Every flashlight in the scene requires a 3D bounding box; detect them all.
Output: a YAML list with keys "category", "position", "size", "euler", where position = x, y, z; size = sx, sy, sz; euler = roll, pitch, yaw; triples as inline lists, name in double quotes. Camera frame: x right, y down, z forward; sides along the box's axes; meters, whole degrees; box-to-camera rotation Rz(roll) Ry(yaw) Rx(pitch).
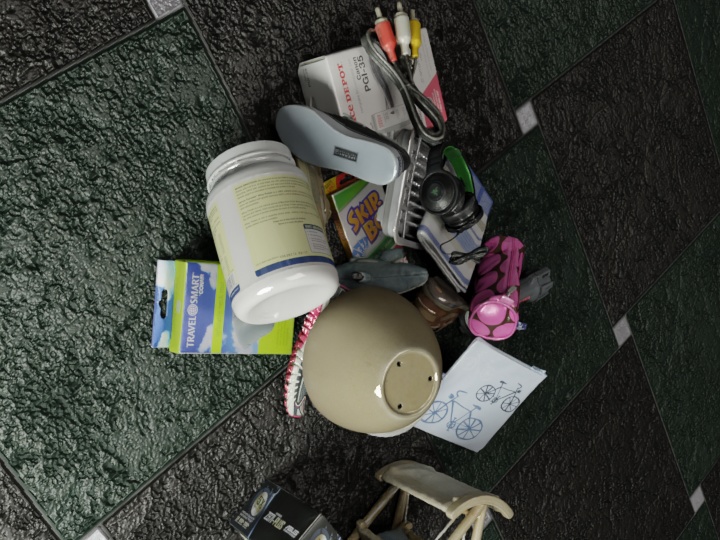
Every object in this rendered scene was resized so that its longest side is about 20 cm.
- category: "flashlight"
  position: [0.257, 0.057, 1.381]
  size: [0.197, 0.067, 0.070]
  euler: [-23, 101, -36]

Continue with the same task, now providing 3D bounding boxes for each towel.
- category: "towel"
  position: [0.157, -0.085, 1.284]
  size: [0.147, 0.023, 0.203]
  euler: [48, 49, -33]

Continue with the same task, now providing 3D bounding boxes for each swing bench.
- category: "swing bench"
  position: [0.096, 0.402, 1.206]
  size: [0.129, 0.197, 0.203]
  euler: [37, 72, -30]

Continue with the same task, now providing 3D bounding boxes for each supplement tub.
- category: "supplement tub"
  position: [-0.120, -0.049, 1.023]
  size: [0.142, 0.145, 0.205]
  euler: [-6, 68, -33]

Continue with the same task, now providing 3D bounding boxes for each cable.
- category: "cable"
  position: [0.064, -0.278, 1.101]
  size: [0.095, 0.050, 0.205]
  euler: [-10, 75, -32]

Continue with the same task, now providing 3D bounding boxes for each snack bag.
- category: "snack bag"
  position: [0.190, 0.207, 1.307]
  size: [0.186, 0.022, 0.201]
  euler: [27, 111, -31]

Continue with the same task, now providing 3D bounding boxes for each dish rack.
- category: "dish rack"
  position: [0.076, -0.124, 1.201]
  size: [0.199, 0.042, 0.177]
  euler: [8, 92, -70]

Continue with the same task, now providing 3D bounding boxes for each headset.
- category: "headset"
  position: [0.150, -0.103, 1.184]
  size: [0.123, 0.092, 0.205]
  euler: [35, 50, -47]

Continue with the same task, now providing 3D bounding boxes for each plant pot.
- category: "plant pot"
  position: [0.035, 0.134, 1.060]
  size: [0.195, 0.134, 0.206]
  euler: [-5, 101, -26]

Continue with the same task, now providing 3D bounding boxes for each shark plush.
- category: "shark plush"
  position: [0.000, 0.000, 1.160]
  size: [0.194, 0.083, 0.093]
  euler: [12, 90, -3]

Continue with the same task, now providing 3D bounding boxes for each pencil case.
- category: "pencil case"
  position: [0.229, 0.021, 1.286]
  size: [0.088, 0.202, 0.095]
  euler: [15, 128, 1]

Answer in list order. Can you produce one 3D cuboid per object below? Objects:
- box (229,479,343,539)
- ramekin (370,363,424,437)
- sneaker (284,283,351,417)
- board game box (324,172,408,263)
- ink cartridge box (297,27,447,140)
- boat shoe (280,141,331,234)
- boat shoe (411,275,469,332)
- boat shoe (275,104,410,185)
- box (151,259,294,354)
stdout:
- category: "box"
  position: [-0.071, 0.416, 1.113]
  size: [0.086, 0.162, 0.202]
  euler: [-43, 114, -24]
- category: "ramekin"
  position: [0.033, 0.156, 1.194]
  size: [0.198, 0.094, 0.209]
  euler: [-5, 101, -28]
- category: "sneaker"
  position: [-0.059, 0.117, 1.121]
  size: [0.073, 0.081, 0.205]
  euler: [19, 99, -6]
- category: "board game box"
  position: [0.012, -0.059, 1.223]
  size: [0.094, 0.030, 0.204]
  euler: [-30, 107, -29]
- category: "ink cartridge box"
  position: [0.021, -0.264, 1.179]
  size: [0.197, 0.082, 0.150]
  euler: [-25, 107, -31]
- category: "boat shoe"
  position: [-0.070, -0.087, 1.123]
  size: [0.064, 0.071, 0.206]
  euler: [-5, 79, -42]
- category: "boat shoe"
  position: [0.119, 0.057, 1.243]
  size: [0.072, 0.076, 0.199]
  euler: [-50, 161, 8]
- category: "boat shoe"
  position: [-0.023, -0.179, 1.075]
  size: [0.068, 0.195, 0.075]
  euler: [-36, 141, -57]
- category: "box"
  position: [-0.183, 0.051, 1.080]
  size: [0.196, 0.047, 0.126]
  euler: [4, 90, -36]
